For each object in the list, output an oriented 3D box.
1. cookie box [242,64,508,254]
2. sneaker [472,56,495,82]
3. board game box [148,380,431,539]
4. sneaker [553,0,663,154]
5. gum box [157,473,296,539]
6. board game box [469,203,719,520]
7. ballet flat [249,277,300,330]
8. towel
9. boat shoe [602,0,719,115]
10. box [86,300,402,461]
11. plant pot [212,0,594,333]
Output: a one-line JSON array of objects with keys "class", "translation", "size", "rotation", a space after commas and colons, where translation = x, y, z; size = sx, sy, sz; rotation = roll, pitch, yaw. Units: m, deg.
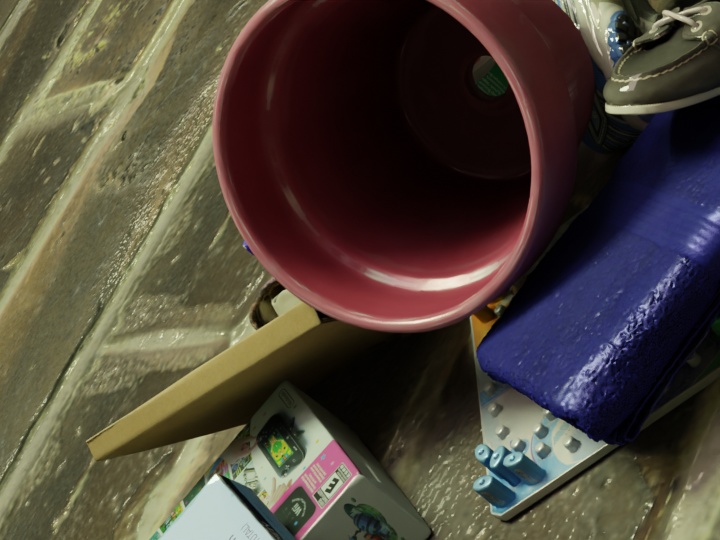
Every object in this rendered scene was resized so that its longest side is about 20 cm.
[{"class": "cookie box", "translation": [0.021, -0.099, 1.336], "size": [0.171, 0.075, 0.200], "rotation": [-26, 35, 40]}, {"class": "sneaker", "translation": [0.081, -0.184, 1.250], "size": [0.081, 0.088, 0.200], "rotation": [12, 56, 17]}, {"class": "board game box", "translation": [-0.067, 0.180, 1.132], "size": [0.200, 0.064, 0.148], "rotation": [-50, 25, 2]}, {"class": "sneaker", "translation": [0.136, -0.160, 1.185], "size": [0.085, 0.077, 0.200], "rotation": [-43, 50, 45]}, {"class": "gum box", "translation": [-0.083, 0.238, 1.015], "size": [0.200, 0.045, 0.170], "rotation": [-49, 58, 3]}, {"class": "board game box", "translation": [0.135, 0.015, 1.067], "size": [0.200, 0.026, 0.200], "rotation": [-38, 29, 24]}, {"class": "ballet flat", "translation": [0.000, 0.000, 1.239], "size": [0.200, 0.069, 0.071], "rotation": [-29, 5, 42]}, {"class": "towel", "translation": [0.153, -0.006, 0.993], "size": [0.200, 0.050, 0.148], "rotation": [-51, 20, -2]}, {"class": "boat shoe", "translation": [0.193, -0.132, 1.017], "size": [0.200, 0.057, 0.067], "rotation": [-25, 19, -38]}, {"class": "box", "translation": [-0.050, 0.058, 1.190], "size": [0.200, 0.021, 0.163], "rotation": [-31, -13, 33]}, {"class": "plant pot", "translation": [0.044, -0.086, 1.087], "size": [0.200, 0.200, 0.179], "rotation": [-32, 1, 33]}]
